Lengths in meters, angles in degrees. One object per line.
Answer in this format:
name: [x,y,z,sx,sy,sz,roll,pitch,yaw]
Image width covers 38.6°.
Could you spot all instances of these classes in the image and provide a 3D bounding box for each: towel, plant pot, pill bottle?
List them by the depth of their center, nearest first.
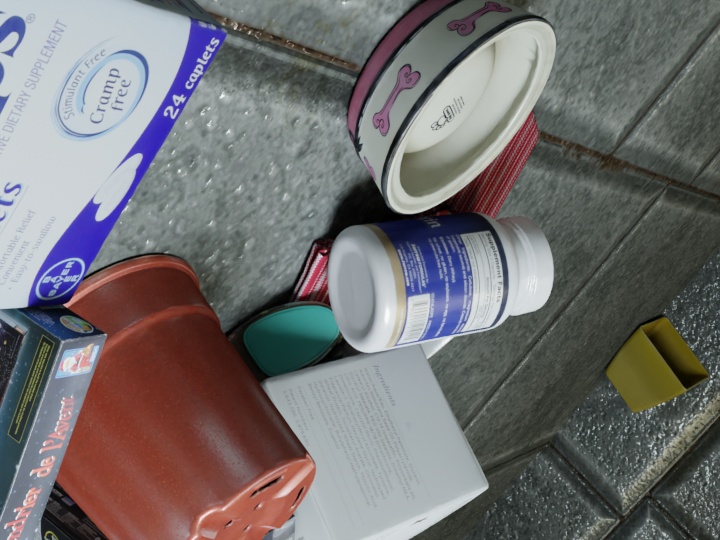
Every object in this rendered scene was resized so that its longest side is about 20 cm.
plant pot: [-0.149,0.128,0.791,0.200,0.195,0.202,-37,157,-19]
pill bottle: [0.078,0.006,0.972,0.197,0.117,0.116,-8,142,-28]
towel: [0.132,-0.115,1.057,0.146,0.022,0.200,-60,160,-2]
towel: [0.000,0.000,1.074,0.199,0.023,0.145,-22,150,-43]
plant pot: [0.782,0.269,2.769,0.176,0.201,0.199,-44,160,31]

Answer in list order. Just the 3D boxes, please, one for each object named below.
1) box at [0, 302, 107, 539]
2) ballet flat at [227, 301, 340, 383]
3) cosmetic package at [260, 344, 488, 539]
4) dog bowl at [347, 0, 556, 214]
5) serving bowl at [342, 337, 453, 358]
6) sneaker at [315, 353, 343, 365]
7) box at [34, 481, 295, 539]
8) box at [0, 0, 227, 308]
box: [-0.235,0.095,0.588,0.038,0.136,0.202,-5,121,-64]
ballet flat: [-0.111,0.092,0.989,0.199,0.070,0.071,-31,175,-21]
cosmetic package: [-0.020,0.191,0.997,0.198,0.167,0.165,-11,156,-39]
dog bowl: [0.071,-0.148,0.870,0.199,0.074,0.201,-38,158,-18]
serving bowl: [0.054,0.046,1.134,0.199,0.066,0.201,-35,160,-14]
sneaker: [-0.048,0.140,1.157,0.199,0.079,0.090,-29,156,-35]
box: [-0.180,0.217,0.891,0.160,0.198,0.050,-24,128,-45]
box: [-0.192,-0.078,0.469,0.185,0.105,0.199,-54,156,20]
